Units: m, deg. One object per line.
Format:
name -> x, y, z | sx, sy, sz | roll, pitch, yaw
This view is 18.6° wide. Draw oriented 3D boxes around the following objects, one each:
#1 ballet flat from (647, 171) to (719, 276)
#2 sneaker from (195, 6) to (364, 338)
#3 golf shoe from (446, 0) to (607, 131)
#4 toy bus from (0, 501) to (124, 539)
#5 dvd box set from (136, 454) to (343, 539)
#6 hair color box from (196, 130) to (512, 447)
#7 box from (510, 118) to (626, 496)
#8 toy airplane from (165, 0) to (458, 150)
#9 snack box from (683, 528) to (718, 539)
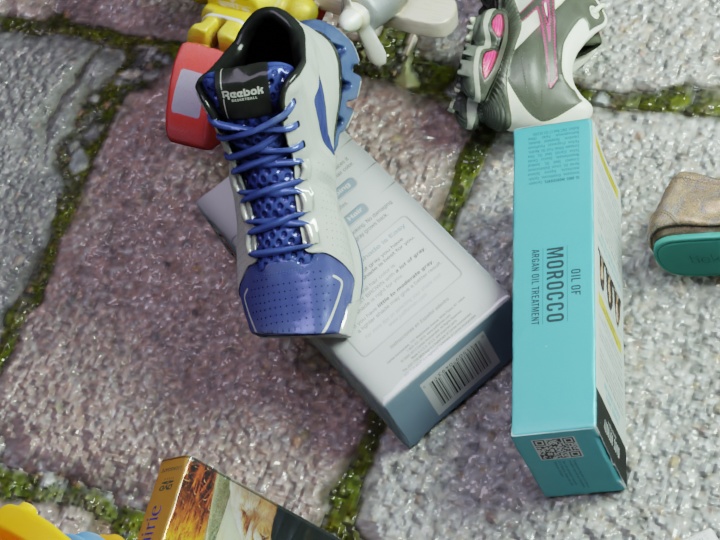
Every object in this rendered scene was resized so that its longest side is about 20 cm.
ballet flat -> 0.262, -0.032, 1.244 | 0.199, 0.068, 0.067 | 5, 55, 20
sneaker -> -0.053, -0.063, 1.253 | 0.080, 0.115, 0.201 | -5, 75, 21
golf shoe -> 0.114, -0.171, 1.386 | 0.088, 0.077, 0.201 | 12, 66, 3
toy bus -> -0.186, 0.194, 1.174 | 0.135, 0.193, 0.200 | 30, 57, 36
dvd box set -> -0.073, 0.219, 1.166 | 0.029, 0.146, 0.201 | -17, 48, 49
hair color box -> 0.000, 0.000, 1.318 | 0.099, 0.061, 0.200 | -40, 56, -6
box -> 0.119, 0.020, 1.252 | 0.049, 0.082, 0.201 | -7, 58, 17
toy airplane -> -0.054, -0.188, 1.401 | 0.199, 0.141, 0.200 | -23, 55, 6
snack box -> 0.114, 0.213, 1.172 | 0.199, 0.024, 0.072 | -26, 56, 3
